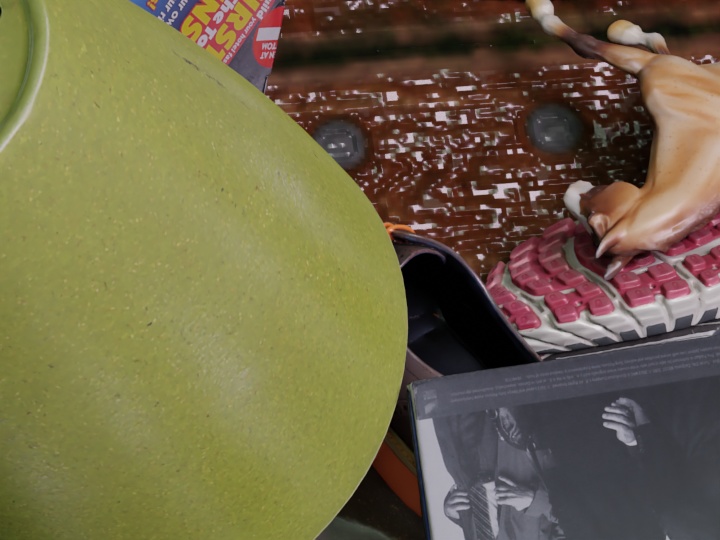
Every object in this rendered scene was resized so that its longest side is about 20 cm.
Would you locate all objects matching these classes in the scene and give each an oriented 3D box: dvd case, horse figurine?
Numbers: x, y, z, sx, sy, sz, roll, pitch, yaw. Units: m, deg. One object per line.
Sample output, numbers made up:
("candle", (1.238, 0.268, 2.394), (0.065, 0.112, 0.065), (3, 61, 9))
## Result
("dvd case", (0.100, 0.118, 0.812), (0.149, 0.025, 0.201), (-8, 66, 2))
("horse figurine", (0.153, -0.068, 0.974), (0.199, 0.050, 0.133), (-10, 37, -17))

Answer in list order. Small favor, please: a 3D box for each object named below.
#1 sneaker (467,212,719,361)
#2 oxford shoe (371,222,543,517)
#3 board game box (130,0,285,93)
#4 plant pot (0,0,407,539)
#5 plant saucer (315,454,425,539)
("sneaker", (0.136, 0.018, 0.955), (0.199, 0.075, 0.081), (-7, 26, 2))
("oxford shoe", (0.000, 0.000, 0.928), (0.071, 0.073, 0.200), (-29, 62, -37))
("board game box", (-0.075, -0.146, 0.912), (0.062, 0.200, 0.200), (31, 84, 37))
("plant pot", (-0.100, -0.014, 0.804), (0.186, 0.200, 0.188), (-7, 62, 14))
("plant saucer", (-0.025, 0.155, 0.899), (0.199, 0.035, 0.201), (2, 69, -5))
